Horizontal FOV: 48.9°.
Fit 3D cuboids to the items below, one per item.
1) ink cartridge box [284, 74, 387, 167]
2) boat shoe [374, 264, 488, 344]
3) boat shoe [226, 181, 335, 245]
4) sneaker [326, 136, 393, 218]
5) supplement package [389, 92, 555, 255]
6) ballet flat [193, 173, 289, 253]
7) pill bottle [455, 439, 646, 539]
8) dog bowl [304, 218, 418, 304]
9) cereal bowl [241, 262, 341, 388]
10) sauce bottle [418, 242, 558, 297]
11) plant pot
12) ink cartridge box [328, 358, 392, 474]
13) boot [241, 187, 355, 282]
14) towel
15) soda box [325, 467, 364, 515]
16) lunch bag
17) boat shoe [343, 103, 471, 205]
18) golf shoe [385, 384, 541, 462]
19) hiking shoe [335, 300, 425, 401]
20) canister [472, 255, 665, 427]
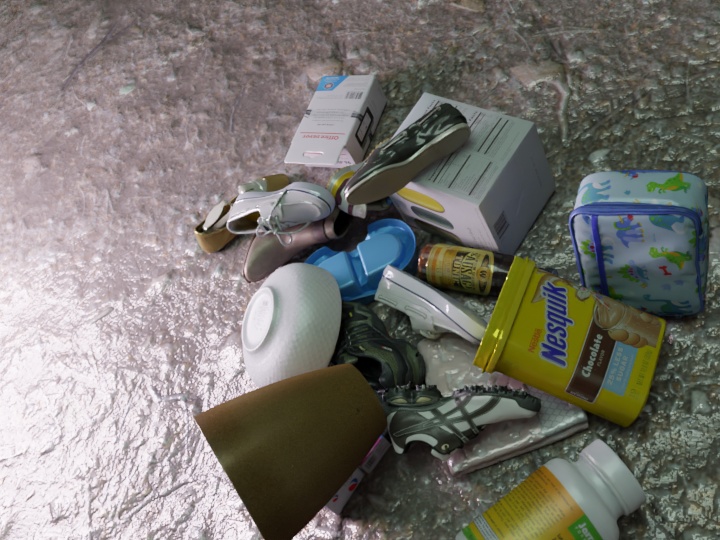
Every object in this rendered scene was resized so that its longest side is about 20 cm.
[{"bbox_3d":[-0.043,-0.248,1.402,0.114,0.068,0.202,6,61,30],"label":"ink cartridge box"},{"bbox_3d":[0.098,0.061,1.093,0.199,0.073,0.066,33,98,43],"label":"boat shoe"},{"bbox_3d":[-0.133,-0.082,1.232,0.199,0.075,0.087,0,50,33],"label":"boat shoe"},{"bbox_3d":[0.037,-0.143,1.269,0.090,0.076,0.199,35,52,24],"label":"sneaker"},{"bbox_3d":[0.154,-0.138,1.172,0.198,0.152,0.152,25,73,37],"label":"supplement package"},{"bbox_3d":[-0.209,-0.111,1.393,0.200,0.063,0.068,-44,50,-8],"label":"ballet flat"},{"bbox_3d":[0.213,0.282,0.877,0.199,0.111,0.111,-37,49,-2],"label":"pill bottle"},{"bbox_3d":[0.000,0.000,1.221,0.198,0.050,0.112,-25,50,8],"label":"dog bowl"},{"bbox_3d":[-0.114,0.081,1.140,0.199,0.082,0.203,-34,47,46],"label":"cereal bowl"},{"bbox_3d":[0.179,0.002,1.120,0.197,0.066,0.067,7,61,32],"label":"sauce bottle"},{"bbox_3d":[-0.072,0.207,0.965,0.198,0.188,0.186,-30,48,-16],"label":"plant pot"},{"bbox_3d":[-0.031,0.190,1.115,0.199,0.037,0.095,29,74,40],"label":"ink cartridge box"},{"bbox_3d":[-0.091,-0.059,1.281,0.145,0.071,0.201,-1,47,40],"label":"boot"},{"bbox_3d":[0.181,0.148,1.041,0.189,0.032,0.202,-22,50,11],"label":"towel"},{"bbox_3d":[-0.094,0.249,1.084,0.198,0.064,0.068,24,70,37],"label":"soda box"},{"bbox_3d":[0.341,-0.028,0.973,0.158,0.201,0.083,6,53,27],"label":"lunch bag"},{"bbox_3d":[0.058,-0.160,1.094,0.198,0.067,0.057,-31,61,2],"label":"boat shoe"},{"bbox_3d":[0.128,0.188,0.984,0.197,0.078,0.096,-5,80,22],"label":"golf shoe"},{"bbox_3d":[-0.006,0.107,1.105,0.199,0.077,0.100,29,32,36],"label":"hiking shoe"},{"bbox_3d":[0.255,0.086,0.966,0.197,0.087,0.150,22,62,10],"label":"canister"}]
